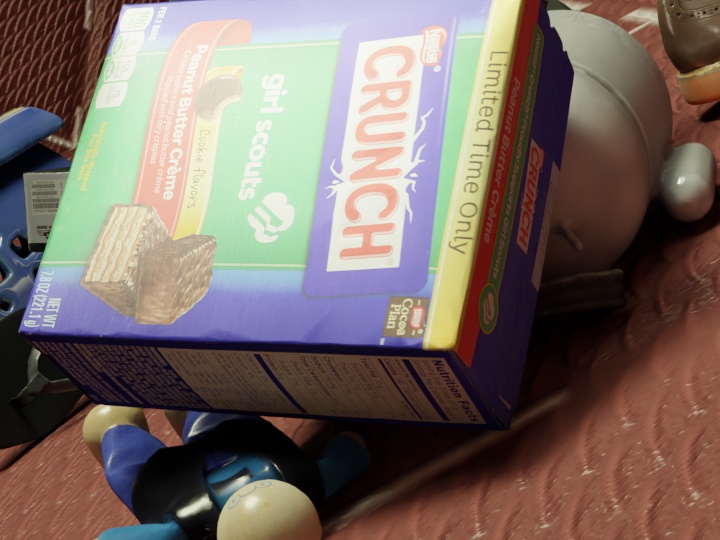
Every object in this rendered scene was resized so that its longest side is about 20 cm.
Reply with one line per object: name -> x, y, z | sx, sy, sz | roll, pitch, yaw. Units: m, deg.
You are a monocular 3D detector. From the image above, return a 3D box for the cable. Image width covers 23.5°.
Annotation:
cable -> 0.021, 0.019, 0.781 | 0.097, 0.051, 0.199 | 5, -21, -44

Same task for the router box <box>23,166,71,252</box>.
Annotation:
router box -> -0.091, -0.046, 1.109 | 0.198, 0.053, 0.157 | -1, 7, 20

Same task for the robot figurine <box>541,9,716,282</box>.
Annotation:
robot figurine -> 0.088, -0.058, 0.836 | 0.168, 0.114, 0.200 | 10, 24, 12

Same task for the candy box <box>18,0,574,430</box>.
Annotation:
candy box -> -0.024, -0.029, 0.725 | 0.199, 0.077, 0.170 | 1, 63, 24

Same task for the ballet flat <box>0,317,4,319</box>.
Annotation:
ballet flat -> -0.301, 0.088, 1.257 | 0.199, 0.072, 0.072 | -22, 13, 33

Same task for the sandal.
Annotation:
sandal -> -0.183, 0.044, 1.126 | 0.043, 0.076, 0.200 | -21, 14, 47

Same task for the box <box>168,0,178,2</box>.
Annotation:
box -> -0.021, -0.159, 0.969 | 0.199, 0.050, 0.199 | -33, -5, -18

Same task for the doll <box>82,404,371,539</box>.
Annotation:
doll -> -0.064, 0.091, 0.721 | 0.136, 0.049, 0.200 | -22, 16, -17

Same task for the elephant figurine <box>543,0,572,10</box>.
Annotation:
elephant figurine -> 0.072, -0.115, 1.098 | 0.155, 0.141, 0.200 | -46, 2, 21

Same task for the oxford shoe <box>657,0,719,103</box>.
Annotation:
oxford shoe -> 0.252, -0.174, 1.009 | 0.200, 0.073, 0.071 | -35, 13, -29

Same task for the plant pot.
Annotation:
plant pot -> -0.327, -0.018, 1.472 | 0.199, 0.181, 0.200 | -15, 18, 46
